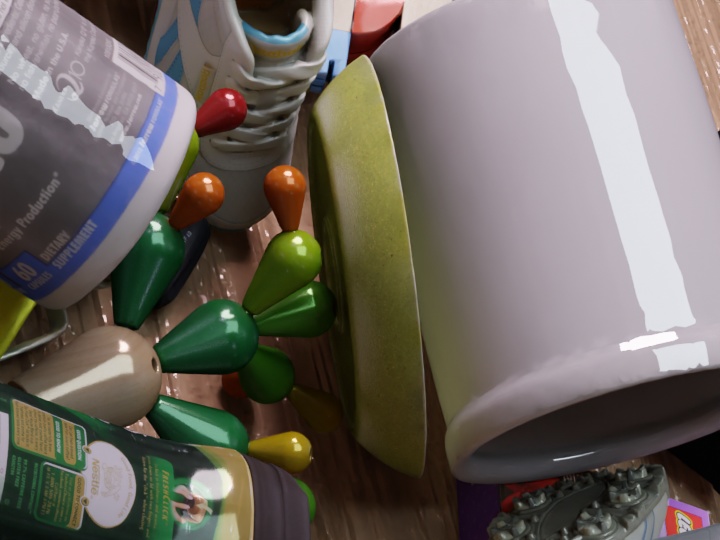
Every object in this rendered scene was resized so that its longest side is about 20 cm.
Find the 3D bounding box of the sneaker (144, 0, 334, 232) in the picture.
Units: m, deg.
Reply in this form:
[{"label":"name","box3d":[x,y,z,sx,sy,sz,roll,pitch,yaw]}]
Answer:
[{"label":"sneaker","box3d":[-0.056,-0.101,1.289,0.076,0.201,0.081,-10,35,-22]}]

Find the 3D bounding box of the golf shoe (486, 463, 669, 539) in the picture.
[{"label":"golf shoe","box3d":[0.096,0.163,1.255,0.200,0.078,0.098,-44,120,-53]}]

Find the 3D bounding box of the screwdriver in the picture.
[{"label":"screwdriver","box3d":[-0.116,0.037,1.253,0.029,0.028,0.200,61,37,-30]}]

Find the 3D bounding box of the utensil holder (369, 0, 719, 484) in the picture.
[{"label":"utensil holder","box3d":[0.098,-0.020,1.282,0.169,0.170,0.201,-2,69,-40]}]

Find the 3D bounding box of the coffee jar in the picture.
[{"label":"coffee jar","box3d":[-0.123,0.106,1.133,0.199,0.104,0.086,20,51,-28]}]

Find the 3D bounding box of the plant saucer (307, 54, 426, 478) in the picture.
[{"label":"plant saucer","box3d":[0.000,0.000,1.277,0.031,0.200,0.201,-7,58,-5]}]

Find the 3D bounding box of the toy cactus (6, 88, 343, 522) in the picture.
[{"label":"toy cactus","box3d":[-0.087,0.032,1.216,0.164,0.102,0.201,-21,109,-31]}]

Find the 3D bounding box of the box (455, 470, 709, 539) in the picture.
[{"label":"box","box3d":[0.116,0.191,1.314,0.136,0.039,0.201,20,48,-27]}]

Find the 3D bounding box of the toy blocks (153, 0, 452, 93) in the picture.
[{"label":"toy blocks","box3d":[-0.029,-0.146,1.404,0.199,0.100,0.138,10,69,-5]}]

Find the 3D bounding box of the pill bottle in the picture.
[{"label":"pill bottle","box3d":[-0.178,-0.081,1.128,0.200,0.114,0.114,34,43,-19]}]

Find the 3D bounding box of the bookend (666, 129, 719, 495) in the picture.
[{"label":"bookend","box3d":[0.236,0.054,1.480,0.200,0.092,0.199,36,44,-14]}]

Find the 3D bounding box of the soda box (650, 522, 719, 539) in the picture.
[{"label":"soda box","box3d":[0.196,0.202,1.276,0.068,0.063,0.200,-88,153,-43]}]

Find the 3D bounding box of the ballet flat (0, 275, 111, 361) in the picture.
[{"label":"ballet flat","box3d":[-0.145,-0.009,1.244,0.067,0.067,0.200,60,41,-17]}]
